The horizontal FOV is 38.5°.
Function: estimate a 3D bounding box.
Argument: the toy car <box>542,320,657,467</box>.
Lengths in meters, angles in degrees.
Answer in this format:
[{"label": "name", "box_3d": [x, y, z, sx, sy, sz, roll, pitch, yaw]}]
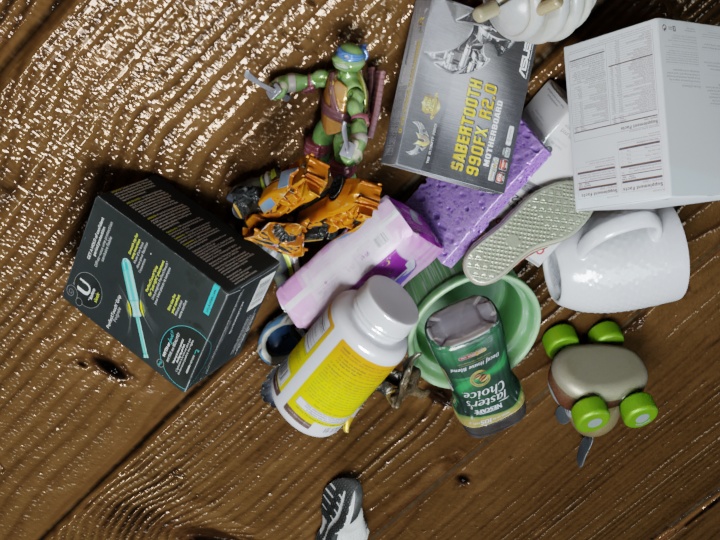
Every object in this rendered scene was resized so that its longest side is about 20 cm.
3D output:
[{"label": "toy car", "box_3d": [0.348, 0.208, 1.613, 0.154, 0.166, 0.202, -3, 138, -16]}]

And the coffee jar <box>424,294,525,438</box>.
[{"label": "coffee jar", "box_3d": [0.161, 0.137, 1.410, 0.103, 0.086, 0.202, -23, 129, 1]}]

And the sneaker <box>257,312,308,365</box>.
[{"label": "sneaker", "box_3d": [-0.058, 0.065, 1.417, 0.199, 0.073, 0.072, -38, 106, 12]}]

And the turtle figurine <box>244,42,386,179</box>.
[{"label": "turtle figurine", "box_3d": [-0.056, -0.162, 1.216, 0.141, 0.201, 0.197, 14, 131, 11]}]

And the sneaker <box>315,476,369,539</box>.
[{"label": "sneaker", "box_3d": [-0.022, 0.408, 1.695, 0.079, 0.074, 0.203, -10, 133, -29]}]

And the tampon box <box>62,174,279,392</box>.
[{"label": "tampon box", "box_3d": [-0.227, 0.011, 1.236, 0.198, 0.126, 0.151, 35, 117, 12]}]

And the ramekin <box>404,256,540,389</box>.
[{"label": "ramekin", "box_3d": [0.148, 0.060, 1.469, 0.196, 0.098, 0.203, -8, 127, -11]}]

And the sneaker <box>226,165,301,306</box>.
[{"label": "sneaker", "box_3d": [-0.121, -0.039, 1.339, 0.079, 0.074, 0.203, -9, 122, 1]}]

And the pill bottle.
[{"label": "pill bottle", "box_3d": [-0.017, 0.101, 1.249, 0.108, 0.110, 0.201, 22, 124, -29]}]

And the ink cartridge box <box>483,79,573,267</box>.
[{"label": "ink cartridge box", "box_3d": [0.243, -0.125, 1.375, 0.144, 0.085, 0.201, 28, 114, -32]}]

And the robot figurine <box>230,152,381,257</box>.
[{"label": "robot figurine", "box_3d": [-0.069, -0.069, 1.195, 0.143, 0.059, 0.199, 21, 154, -26]}]

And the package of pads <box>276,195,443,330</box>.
[{"label": "package of pads", "box_3d": [0.000, 0.000, 1.306, 0.199, 0.076, 0.120, -41, 156, 14]}]

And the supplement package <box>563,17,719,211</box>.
[{"label": "supplement package", "box_3d": [0.355, -0.181, 1.251, 0.149, 0.150, 0.205, -4, 89, -35]}]

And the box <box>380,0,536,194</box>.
[{"label": "box", "box_3d": [0.121, -0.208, 1.243, 0.156, 0.048, 0.204, 12, 91, -26]}]

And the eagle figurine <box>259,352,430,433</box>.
[{"label": "eagle figurine", "box_3d": [-0.021, 0.142, 1.401, 0.196, 0.152, 0.153, 14, 146, 23]}]

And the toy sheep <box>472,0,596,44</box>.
[{"label": "toy sheep", "box_3d": [0.207, -0.325, 1.182, 0.197, 0.138, 0.140, -21, 132, -27]}]

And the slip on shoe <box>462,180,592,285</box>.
[{"label": "slip on shoe", "box_3d": [0.214, -0.050, 1.334, 0.198, 0.061, 0.075, -35, 89, -3]}]

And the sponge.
[{"label": "sponge", "box_3d": [0.147, -0.115, 1.332, 0.030, 0.112, 0.201, 19, 119, -48]}]

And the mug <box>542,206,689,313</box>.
[{"label": "mug", "box_3d": [0.350, -0.025, 1.426, 0.172, 0.150, 0.201, -11, 157, -5]}]
